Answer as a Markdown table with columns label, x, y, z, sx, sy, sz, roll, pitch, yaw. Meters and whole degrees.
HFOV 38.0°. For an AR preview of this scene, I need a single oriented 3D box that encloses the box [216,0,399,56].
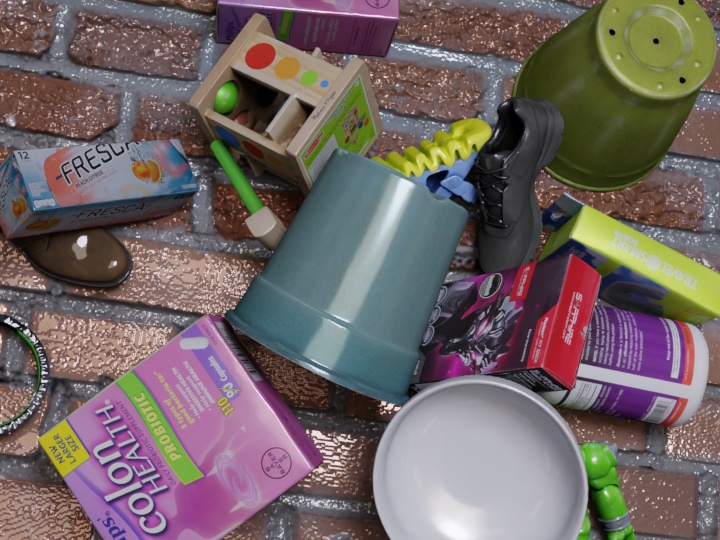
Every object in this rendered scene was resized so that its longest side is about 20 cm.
| label | x | y | z | sx | sy | sz | roll | pitch | yaw |
| --- | --- | --- | --- | --- | --- | --- | --- | --- | --- |
| box | -0.058 | -0.349 | 1.176 | 0.198 | 0.097 | 0.177 | 3 | 76 | -6 |

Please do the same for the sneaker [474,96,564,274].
| label | x | y | z | sx | sy | sz | roll | pitch | yaw |
| --- | --- | --- | --- | --- | --- | --- | --- | --- | --- |
| sneaker | 0.153 | -0.090 | 1.117 | 0.076 | 0.090 | 0.202 | 11 | 93 | 39 |

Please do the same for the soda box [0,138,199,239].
| label | x | y | z | sx | sy | sz | roll | pitch | yaw |
| --- | --- | --- | --- | --- | --- | --- | --- | --- | --- |
| soda box | -0.264 | -0.084 | 1.046 | 0.199 | 0.068 | 0.064 | -14 | 77 | -48 |

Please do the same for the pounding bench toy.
| label | x | y | z | sx | sy | sz | roll | pitch | yaw |
| --- | --- | --- | --- | --- | --- | --- | --- | --- | --- |
| pounding bench toy | -0.101 | -0.136 | 1.085 | 0.155 | 0.124 | 0.201 | 27 | 73 | 21 |

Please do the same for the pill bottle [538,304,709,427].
| label | x | y | z | sx | sy | sz | roll | pitch | yaw |
| --- | --- | --- | --- | --- | --- | --- | --- | --- | --- |
| pill bottle | 0.254 | 0.094 | 1.102 | 0.199 | 0.112 | 0.113 | 12 | 75 | -5 |

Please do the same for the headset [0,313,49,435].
| label | x | y | z | sx | sy | sz | roll | pitch | yaw |
| --- | --- | --- | --- | --- | --- | --- | --- | --- | --- |
| headset | -0.412 | 0.088 | 1.046 | 0.199 | 0.094 | 0.124 | 32 | 69 | -15 |

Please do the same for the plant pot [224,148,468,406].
| label | x | y | z | sx | sy | sz | roll | pitch | yaw |
| --- | --- | --- | --- | --- | --- | --- | --- | --- | --- |
| plant pot | 0.000 | 0.000 | 1.020 | 0.199 | 0.200 | 0.197 | 27 | 91 | -1 |

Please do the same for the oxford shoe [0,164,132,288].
| label | x | y | z | sx | sy | sz | roll | pitch | yaw |
| --- | --- | --- | --- | --- | --- | --- | --- | --- | --- |
| oxford shoe | -0.326 | -0.045 | 1.072 | 0.199 | 0.084 | 0.073 | 29 | 72 | -2 |

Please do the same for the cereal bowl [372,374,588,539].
| label | x | y | z | sx | sy | sz | roll | pitch | yaw |
| --- | --- | --- | --- | --- | --- | --- | --- | --- | --- |
| cereal bowl | 0.113 | 0.192 | 0.987 | 0.199 | 0.083 | 0.202 | 1 | 97 | 10 |

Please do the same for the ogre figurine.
| label | x | y | z | sx | sy | sz | roll | pitch | yaw |
| --- | --- | --- | --- | --- | --- | --- | --- | --- | --- |
| ogre figurine | 0.196 | 0.229 | 1.071 | 0.198 | 0.098 | 0.121 | 7 | 86 | 6 |

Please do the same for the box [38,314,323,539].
| label | x | y | z | sx | sy | sz | roll | pitch | yaw |
| --- | --- | --- | --- | --- | --- | --- | --- | --- | --- |
| box | -0.168 | 0.172 | 1.004 | 0.199 | 0.097 | 0.176 | -36 | 84 | 1 |

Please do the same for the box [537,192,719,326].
| label | x | y | z | sx | sy | sz | roll | pitch | yaw |
| --- | --- | --- | --- | --- | --- | --- | --- | --- | --- |
| box | 0.281 | -0.004 | 1.125 | 0.199 | 0.122 | 0.048 | 28 | 75 | 0 |

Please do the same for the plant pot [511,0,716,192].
| label | x | y | z | sx | sy | sz | roll | pitch | yaw |
| --- | --- | --- | --- | --- | --- | --- | --- | --- | --- |
| plant pot | 0.286 | -0.212 | 1.140 | 0.199 | 0.193 | 0.202 | 2 | 76 | -7 |

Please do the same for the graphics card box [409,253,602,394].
| label | x | y | z | sx | sy | sz | roll | pitch | yaw |
| --- | --- | --- | --- | --- | --- | --- | --- | --- | --- |
| graphics card box | 0.137 | 0.062 | 1.043 | 0.051 | 0.199 | 0.126 | 34 | 61 | -28 |

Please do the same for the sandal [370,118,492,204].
| label | x | y | z | sx | sy | sz | roll | pitch | yaw |
| --- | --- | --- | --- | --- | --- | --- | --- | --- | --- |
| sandal | 0.059 | -0.090 | 1.143 | 0.199 | 0.080 | 0.087 | -20 | 118 | -1 |
